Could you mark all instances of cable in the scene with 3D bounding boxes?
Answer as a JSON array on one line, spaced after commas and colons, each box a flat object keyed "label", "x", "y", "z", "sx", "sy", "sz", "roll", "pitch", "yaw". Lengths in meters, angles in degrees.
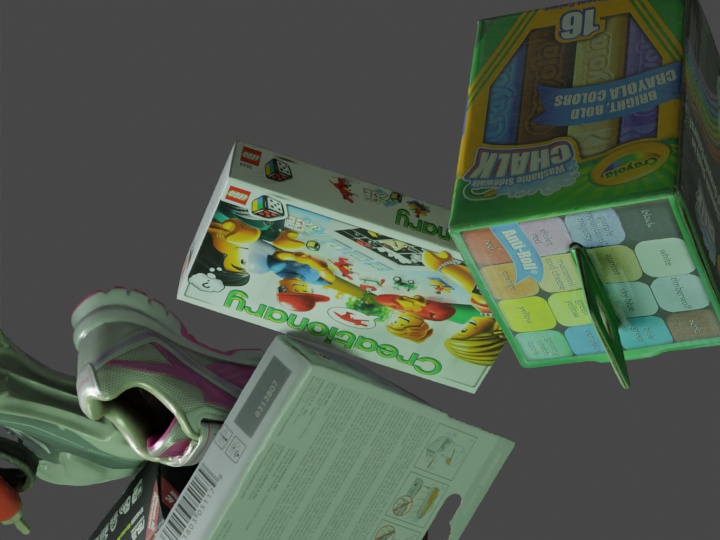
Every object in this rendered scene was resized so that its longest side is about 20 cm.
[{"label": "cable", "x": -0.274, "y": 0.115, "z": 1.548, "sx": 0.097, "sy": 0.050, "sz": 0.200, "roll": -21, "pitch": 136, "yaw": 9}]

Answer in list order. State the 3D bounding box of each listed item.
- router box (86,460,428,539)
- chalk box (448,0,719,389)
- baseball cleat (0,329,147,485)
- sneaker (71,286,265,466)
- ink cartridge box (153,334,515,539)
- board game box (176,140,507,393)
[{"label": "router box", "x": -0.074, "y": 0.193, "z": 1.658, "sx": 0.199, "sy": 0.062, "sz": 0.150, "roll": 11, "pitch": 143, "yaw": -23}, {"label": "chalk box", "x": 0.126, "y": -0.031, "z": 1.273, "sx": 0.123, "sy": 0.200, "sz": 0.125, "roll": -7, "pitch": 137, "yaw": 21}, {"label": "baseball cleat", "x": -0.227, "y": 0.096, "z": 1.610, "sx": 0.200, "sy": 0.070, "sz": 0.106, "roll": 23, "pitch": 138, "yaw": -13}, {"label": "sneaker", "x": -0.103, "y": 0.093, "z": 1.562, "sx": 0.200, "sy": 0.088, "sz": 0.081, "roll": 24, "pitch": 139, "yaw": -15}, {"label": "ink cartridge box", "x": -0.015, "y": 0.143, "z": 1.563, "sx": 0.200, "sy": 0.057, "sz": 0.163, "roll": 22, "pitch": 102, "yaw": -46}, {"label": "board game box", "x": 0.000, "y": 0.000, "z": 1.469, "sx": 0.199, "sy": 0.035, "sz": 0.126, "roll": 18, "pitch": 140, "yaw": -8}]
